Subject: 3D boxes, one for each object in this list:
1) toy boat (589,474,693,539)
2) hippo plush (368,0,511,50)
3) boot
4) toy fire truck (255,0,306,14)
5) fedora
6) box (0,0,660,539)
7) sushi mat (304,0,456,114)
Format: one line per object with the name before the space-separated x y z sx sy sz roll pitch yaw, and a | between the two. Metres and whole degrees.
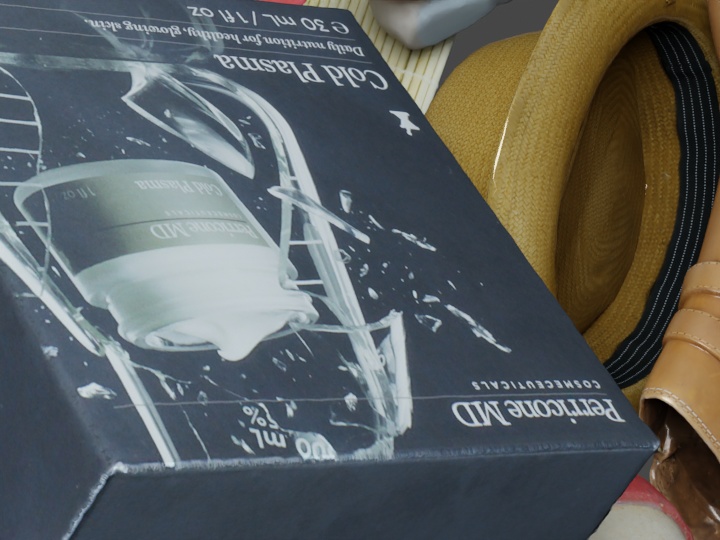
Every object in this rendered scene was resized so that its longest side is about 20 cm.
toy boat | 0.014 0.120 0.890 0.199 0.131 0.131 -21 46 -12
hippo plush | 0.056 -0.199 0.949 0.199 0.159 0.161 -22 73 -18
boot | 0.141 -0.007 0.897 0.155 0.073 0.201 -45 121 -29
toy fire truck | -0.115 -0.104 0.822 0.200 0.049 0.141 -36 112 9
fedora | 0.073 -0.027 0.926 0.081 0.201 0.202 6 68 34
box | -0.057 0.022 0.738 0.199 0.124 0.197 0 45 -42
sushi mat | -0.027 -0.051 0.979 0.095 0.012 0.201 20 72 0
